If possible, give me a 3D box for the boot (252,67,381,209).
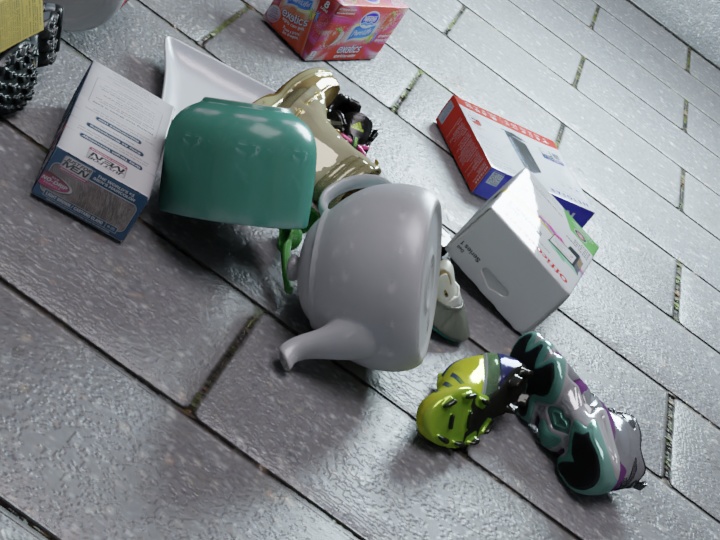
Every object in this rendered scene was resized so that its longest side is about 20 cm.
[{"bbox_3d":[-0.038,-0.145,1.619,0.155,0.073,0.200,37,33,9],"label":"boot"}]

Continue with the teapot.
[{"bbox_3d":[0.000,0.000,1.432,0.145,0.199,0.200,6,1,9],"label":"teapot"}]

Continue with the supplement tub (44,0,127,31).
[{"bbox_3d":[-0.308,-0.366,1.652,0.140,0.141,0.200,33,27,-8],"label":"supplement tub"}]

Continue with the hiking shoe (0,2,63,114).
[{"bbox_3d":[-0.362,-0.213,1.440,0.086,0.075,0.200,11,28,1],"label":"hiking shoe"}]

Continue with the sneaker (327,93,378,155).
[{"bbox_3d":[-0.019,-0.142,1.708,0.073,0.088,0.201,23,30,-26],"label":"sneaker"}]

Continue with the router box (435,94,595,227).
[{"bbox_3d":[0.219,-0.149,2.062,0.199,0.049,0.180,20,31,-32],"label":"router box"}]

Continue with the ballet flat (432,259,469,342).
[{"bbox_3d":[0.063,-0.001,1.570,0.200,0.064,0.068,43,31,-16],"label":"ballet flat"}]

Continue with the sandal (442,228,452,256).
[{"bbox_3d":[0.050,-0.042,1.683,0.076,0.043,0.200,44,27,13],"label":"sandal"}]

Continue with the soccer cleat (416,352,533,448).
[{"bbox_3d":[0.101,0.130,1.471,0.083,0.065,0.200,16,19,30],"label":"soccer cleat"}]

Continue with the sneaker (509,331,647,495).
[{"bbox_3d":[0.245,0.159,1.576,0.139,0.078,0.201,12,45,-44],"label":"sneaker"}]

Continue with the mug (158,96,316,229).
[{"bbox_3d":[-0.128,-0.111,1.439,0.151,0.115,0.184,2,9,-41],"label":"mug"}]

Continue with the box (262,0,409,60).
[{"bbox_3d":[-0.032,-0.363,2.039,0.095,0.100,0.200,45,27,17],"label":"box"}]

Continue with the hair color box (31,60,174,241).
[{"bbox_3d":[-0.248,-0.120,1.418,0.100,0.061,0.200,29,27,-15],"label":"hair color box"}]

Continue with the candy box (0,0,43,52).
[{"bbox_3d":[-0.396,-0.228,1.335,0.116,0.057,0.200,16,31,18],"label":"candy box"}]

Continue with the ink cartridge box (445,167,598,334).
[{"bbox_3d":[0.202,-0.027,1.782,0.145,0.084,0.200,47,26,0],"label":"ink cartridge box"}]

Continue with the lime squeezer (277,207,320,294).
[{"bbox_3d":[-0.060,-0.031,1.538,0.071,0.038,0.200,51,31,-2],"label":"lime squeezer"}]

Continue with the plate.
[{"bbox_3d":[-0.146,-0.173,1.665,0.199,0.032,0.201,25,29,-22],"label":"plate"}]
